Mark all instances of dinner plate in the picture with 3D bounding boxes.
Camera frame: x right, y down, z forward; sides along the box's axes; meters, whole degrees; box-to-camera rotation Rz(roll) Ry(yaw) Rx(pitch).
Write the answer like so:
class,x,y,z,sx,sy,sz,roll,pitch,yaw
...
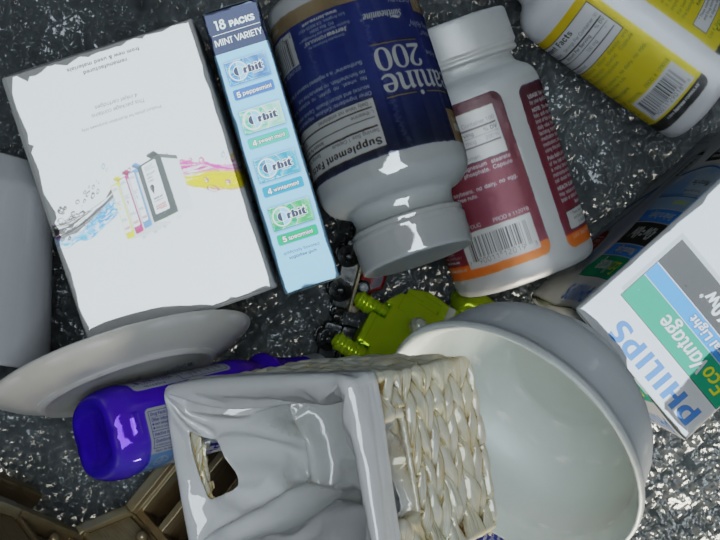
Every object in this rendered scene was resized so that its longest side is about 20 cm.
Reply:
class,x,y,z,sx,sy,sz,roll,pitch,yaw
dinner plate,-0.173,0.075,1.106,0.198,0.200,0.024,-20,78,-2

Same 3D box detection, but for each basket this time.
class,x,y,z,sx,sy,sz,roll,pitch,yaw
basket,-0.020,0.126,1.008,0.123,0.199,0.137,-12,94,-43

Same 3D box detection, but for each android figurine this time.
class,x,y,z,sx,sy,sz,roll,pitch,yaw
android figurine,0.069,0.091,1.161,0.199,0.041,0.183,35,51,-4

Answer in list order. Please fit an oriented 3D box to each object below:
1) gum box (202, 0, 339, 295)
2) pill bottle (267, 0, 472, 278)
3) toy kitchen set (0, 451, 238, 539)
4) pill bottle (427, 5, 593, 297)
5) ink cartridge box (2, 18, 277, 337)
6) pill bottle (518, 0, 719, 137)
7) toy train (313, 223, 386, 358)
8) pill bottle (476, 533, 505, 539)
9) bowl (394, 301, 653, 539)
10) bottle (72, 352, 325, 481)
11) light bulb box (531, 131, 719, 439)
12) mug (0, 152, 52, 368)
class,x,y,z,sx,sy,sz,roll,pitch,yaw
gum box,-0.066,-0.090,1.117,0.044,0.170,0.202,-17,94,-2
pill bottle,0.012,-0.103,1.070,0.110,0.111,0.202,-17,83,-2
toy kitchen set,-0.208,0.153,1.136,0.181,0.200,0.163,-50,54,0
pill bottle,0.096,-0.091,1.155,0.113,0.114,0.202,-19,94,-2
ink cartridge box,-0.158,-0.065,1.124,0.143,0.147,0.202,-18,95,-3
pill bottle,0.192,-0.201,1.156,0.199,0.111,0.112,35,91,-6
toy train,0.000,0.000,1.195,0.045,0.034,0.202,13,93,-8
pill bottle,0.068,0.225,1.157,0.198,0.116,0.117,24,92,-4
bowl,0.125,0.094,1.038,0.202,0.201,0.090,52,53,-5
bottle,-0.109,0.103,1.113,0.198,0.083,0.066,-11,82,-36
light bulb box,0.252,0.004,1.130,0.200,0.198,0.125,-42,93,-1
mug,-0.309,-0.014,1.116,0.185,0.149,0.155,12,84,-38
